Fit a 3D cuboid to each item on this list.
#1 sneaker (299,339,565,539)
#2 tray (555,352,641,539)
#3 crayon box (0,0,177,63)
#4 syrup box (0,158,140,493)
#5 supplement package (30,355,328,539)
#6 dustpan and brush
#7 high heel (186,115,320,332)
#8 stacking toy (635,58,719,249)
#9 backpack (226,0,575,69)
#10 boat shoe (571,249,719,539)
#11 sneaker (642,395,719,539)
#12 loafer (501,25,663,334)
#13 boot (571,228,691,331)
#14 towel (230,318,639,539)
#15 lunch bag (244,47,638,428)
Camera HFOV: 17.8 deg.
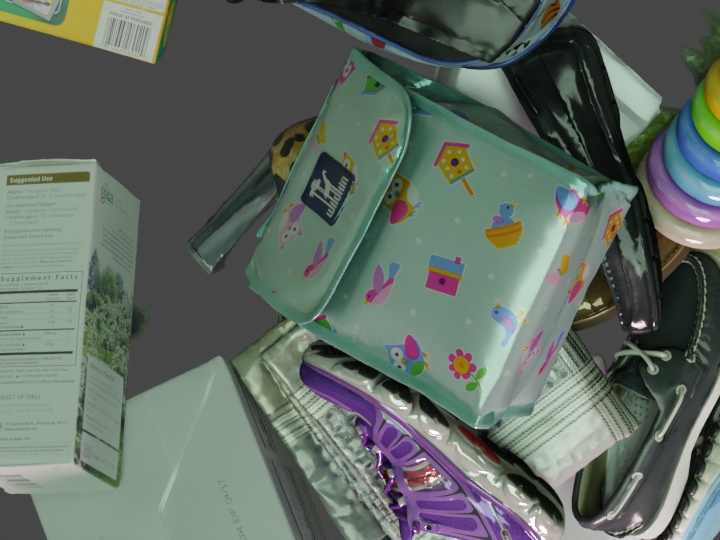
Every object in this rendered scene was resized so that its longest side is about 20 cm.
[{"bbox_3d":[0.035,0.122,1.433,0.200,0.081,0.083,42,101,-3],"label":"sneaker"},{"bbox_3d":[0.143,0.164,1.552,0.107,0.022,0.201,-21,103,-40],"label":"tray"},{"bbox_3d":[-0.207,-0.217,1.452,0.199,0.058,0.119,15,106,-4],"label":"crayon box"},{"bbox_3d":[-0.196,0.036,1.463,0.081,0.079,0.201,-3,72,15],"label":"syrup box"},{"bbox_3d":[-0.108,0.185,1.504,0.155,0.111,0.200,-25,73,8],"label":"supplement package"},{"bbox_3d":[0.080,-0.082,1.501,0.140,0.057,0.200,41,96,-10],"label":"dustpan and brush"},{"bbox_3d":[0.000,0.000,1.509,0.200,0.071,0.143,43,108,-4],"label":"high heel"},{"bbox_3d":[0.235,-0.098,1.419,0.085,0.086,0.200,13,147,-4],"label":"stacking toy"},{"bbox_3d":[0.047,-0.211,1.391,0.190,0.154,0.200,35,109,20],"label":"backpack"},{"bbox_3d":[0.192,0.081,1.516,0.060,0.076,0.201,10,93,-36],"label":"boat shoe"},{"bbox_3d":[0.263,0.136,1.549,0.090,0.078,0.200,27,107,-14],"label":"sneaker"},{"bbox_3d":[0.141,-0.053,1.448,0.070,0.068,0.201,-17,96,9],"label":"loafer"},{"bbox_3d":[0.120,-0.001,1.504,0.200,0.074,0.076,-23,112,5],"label":"boot"},{"bbox_3d":[0.046,0.082,1.477,0.200,0.035,0.193,-35,97,7],"label":"towel"},{"bbox_3d":[0.039,-0.024,1.395,0.200,0.122,0.171,30,103,19],"label":"lunch bag"}]
